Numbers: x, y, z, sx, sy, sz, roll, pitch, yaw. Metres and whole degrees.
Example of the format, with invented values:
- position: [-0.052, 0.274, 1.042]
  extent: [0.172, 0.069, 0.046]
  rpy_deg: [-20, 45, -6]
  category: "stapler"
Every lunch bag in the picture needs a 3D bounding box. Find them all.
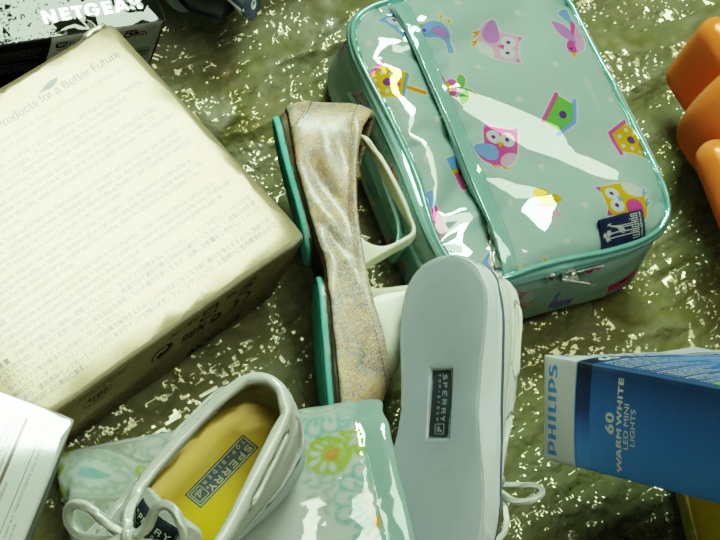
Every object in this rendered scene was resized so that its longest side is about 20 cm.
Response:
- position: [0.075, -0.067, 1.360]
  extent: [0.160, 0.077, 0.200]
  rpy_deg: [-13, 67, -26]
  category: "lunch bag"

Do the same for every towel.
- position: [-0.053, 0.166, 1.176]
  extent: [0.171, 0.048, 0.200]
  rpy_deg: [-8, 64, -7]
  category: "towel"

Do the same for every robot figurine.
- position: [0.263, -0.062, 1.403]
  extent: [0.200, 0.117, 0.144]
  rpy_deg: [54, 19, 14]
  category: "robot figurine"

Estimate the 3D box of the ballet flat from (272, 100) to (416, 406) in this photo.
- position: [0.000, 0.000, 1.282]
  extent: [0.067, 0.068, 0.200]
  rpy_deg: [-8, 77, -6]
  category: "ballet flat"

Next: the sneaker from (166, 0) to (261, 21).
- position: [-0.048, -0.194, 1.395]
  extent: [0.200, 0.070, 0.109]
  rpy_deg: [6, 93, -46]
  category: "sneaker"

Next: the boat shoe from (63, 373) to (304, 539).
- position: [-0.095, 0.127, 1.115]
  extent: [0.075, 0.086, 0.202]
  rpy_deg: [36, 69, 17]
  category: "boat shoe"

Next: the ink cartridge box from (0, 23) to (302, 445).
- position: [-0.158, -0.010, 1.246]
  extent: [0.200, 0.075, 0.165]
  rpy_deg: [-35, 76, -31]
  category: "ink cartridge box"

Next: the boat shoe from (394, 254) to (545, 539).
- position: [0.055, 0.097, 1.261]
  extent: [0.086, 0.074, 0.203]
  rpy_deg: [18, 74, -56]
  category: "boat shoe"

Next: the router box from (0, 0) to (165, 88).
- position: [-0.227, -0.169, 1.324]
  extent: [0.200, 0.051, 0.149]
  rpy_deg: [-13, 65, -25]
  category: "router box"

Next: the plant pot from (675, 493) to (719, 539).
- position: [0.311, 0.125, 1.274]
  extent: [0.200, 0.196, 0.195]
  rpy_deg: [5, 60, -28]
  category: "plant pot"

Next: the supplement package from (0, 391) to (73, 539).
- position: [-0.257, 0.123, 1.084]
  extent: [0.200, 0.152, 0.151]
  rpy_deg: [21, 56, -4]
  category: "supplement package"

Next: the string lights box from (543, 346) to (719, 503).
- position: [0.186, 0.076, 1.194]
  extent: [0.103, 0.200, 0.059]
  rpy_deg: [-2, 95, -27]
  category: "string lights box"
